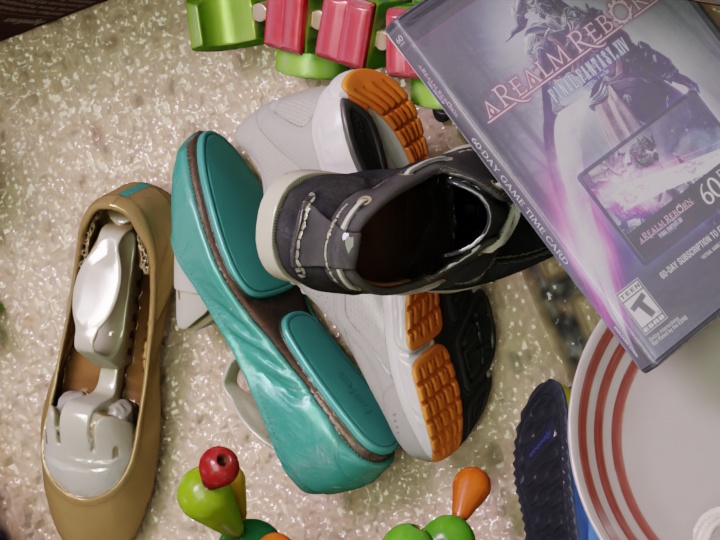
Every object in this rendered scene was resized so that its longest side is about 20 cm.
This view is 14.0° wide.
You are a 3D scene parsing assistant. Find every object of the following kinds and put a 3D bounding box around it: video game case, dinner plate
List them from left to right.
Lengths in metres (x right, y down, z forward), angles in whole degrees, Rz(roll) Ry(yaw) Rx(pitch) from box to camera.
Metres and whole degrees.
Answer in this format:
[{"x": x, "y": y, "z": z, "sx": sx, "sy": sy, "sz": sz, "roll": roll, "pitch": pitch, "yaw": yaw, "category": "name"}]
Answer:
[{"x": 0.123, "y": -0.071, "z": 1.374, "sx": 0.143, "sy": 0.019, "sz": 0.200, "roll": -36, "pitch": 88, "yaw": -27, "category": "video game case"}, {"x": 0.193, "y": 0.082, "z": 1.372, "sx": 0.199, "sy": 0.024, "sz": 0.201, "roll": 2, "pitch": 70, "yaw": -7, "category": "dinner plate"}]

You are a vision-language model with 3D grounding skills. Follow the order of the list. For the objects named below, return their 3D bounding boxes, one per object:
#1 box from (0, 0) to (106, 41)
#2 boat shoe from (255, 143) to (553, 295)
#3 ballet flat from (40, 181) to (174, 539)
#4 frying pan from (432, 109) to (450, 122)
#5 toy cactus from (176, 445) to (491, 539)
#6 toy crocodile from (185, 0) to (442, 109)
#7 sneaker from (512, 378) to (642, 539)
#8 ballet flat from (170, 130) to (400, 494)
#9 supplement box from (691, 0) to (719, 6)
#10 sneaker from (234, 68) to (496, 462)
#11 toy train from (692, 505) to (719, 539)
[{"x": -0.210, "y": -0.206, "z": 1.469, "sx": 0.199, "sy": 0.164, "sz": 0.167, "roll": -20, "pitch": 85, "yaw": 18, "category": "box"}, {"x": 0.046, "y": -0.021, "z": 1.374, "sx": 0.067, "sy": 0.200, "sz": 0.072, "roll": 6, "pitch": 100, "yaw": 47, "category": "boat shoe"}, {"x": -0.136, "y": 0.053, "z": 1.502, "sx": 0.068, "sy": 0.063, "sz": 0.201, "roll": 9, "pitch": 94, "yaw": 19, "category": "ballet flat"}, {"x": 0.084, "y": -0.171, "z": 1.442, "sx": 0.115, "sy": 0.031, "sz": 0.191, "roll": -1, "pitch": 104, "yaw": 21, "category": "frying pan"}, {"x": -0.015, "y": 0.152, "z": 1.437, "sx": 0.165, "sy": 0.199, "sz": 0.103, "roll": -43, "pitch": 34, "yaw": 49, "category": "toy cactus"}, {"x": 0.007, "y": -0.119, "z": 1.439, "sx": 0.199, "sy": 0.062, "sz": 0.068, "roll": 13, "pitch": 108, "yaw": 27, "category": "toy crocodile"}, {"x": 0.117, "y": 0.144, "z": 1.374, "sx": 0.066, "sy": 0.078, "sz": 0.201, "roll": -46, "pitch": 32, "yaw": 47, "category": "sneaker"}, {"x": -0.056, "y": 0.028, "z": 1.476, "sx": 0.070, "sy": 0.067, "sz": 0.200, "roll": -36, "pitch": 78, "yaw": 29, "category": "ballet flat"}, {"x": 0.149, "y": -0.176, "z": 1.322, "sx": 0.199, "sy": 0.131, "sz": 0.104, "roll": 9, "pitch": 94, "yaw": -16, "category": "supplement box"}, {"x": 0.000, "y": 0.000, "z": 1.446, "sx": 0.092, "sy": 0.076, "sz": 0.201, "roll": -7, "pitch": 105, "yaw": 38, "category": "sneaker"}, {"x": 0.260, "y": 0.115, "z": 1.330, "sx": 0.199, "sy": 0.056, "sz": 0.151, "roll": 21, "pitch": 68, "yaw": -2, "category": "toy train"}]
